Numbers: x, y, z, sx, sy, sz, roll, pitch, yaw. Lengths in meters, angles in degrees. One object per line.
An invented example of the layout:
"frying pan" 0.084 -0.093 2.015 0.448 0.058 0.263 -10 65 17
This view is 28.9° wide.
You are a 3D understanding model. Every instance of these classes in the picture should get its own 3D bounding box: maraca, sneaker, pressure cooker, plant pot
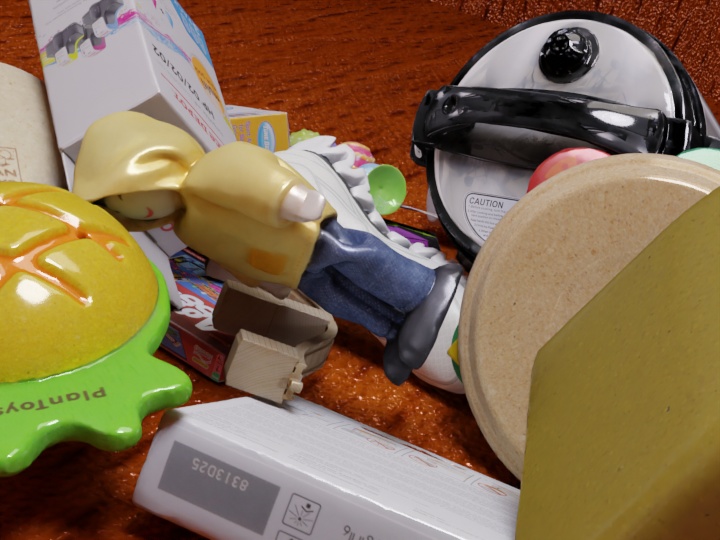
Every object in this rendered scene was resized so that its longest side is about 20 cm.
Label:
"maraca" -0.146 0.027 0.608 0.136 0.108 0.200 -14 30 -17
"sneaker" 0.000 0.000 0.842 0.200 0.075 0.081 46 28 23
"pressure cooker" 0.133 -0.059 0.854 0.200 0.175 0.180 36 27 -57
"plant pot" 0.197 0.064 0.542 0.194 0.201 0.195 31 31 -8

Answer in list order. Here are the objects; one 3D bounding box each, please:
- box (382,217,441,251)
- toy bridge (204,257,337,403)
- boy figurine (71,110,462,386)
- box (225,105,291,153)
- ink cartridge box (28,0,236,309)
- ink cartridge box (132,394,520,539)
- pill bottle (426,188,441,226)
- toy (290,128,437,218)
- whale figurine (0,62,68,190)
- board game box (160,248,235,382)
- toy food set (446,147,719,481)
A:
"box" -0.041 -0.029 0.980 0.198 0.036 0.143 15 10 -3
"toy bridge" -0.047 0.027 0.768 0.067 0.027 0.200 20 13 -15
"boy figurine" -0.048 -0.019 0.689 0.199 0.065 0.124 27 -21 -8
"box" -0.139 -0.086 0.952 0.198 0.042 0.119 -11 13 -24
"ink cartridge box" -0.123 -0.091 0.800 0.115 0.067 0.201 50 16 -51
"ink cartridge box" 0.003 0.108 0.650 0.161 0.051 0.200 21 0 13
"pill bottle" 0.160 -0.056 1.153 0.198 0.114 0.113 14 17 -12
"toy" -0.021 -0.080 1.078 0.114 0.048 0.200 15 5 -27
"whale figurine" -0.214 -0.027 0.769 0.158 0.104 0.201 2 47 -31
"board game box" -0.121 0.009 0.840 0.199 0.020 0.103 28 21 30
"toy food set" 0.146 0.032 0.732 0.198 0.200 0.049 43 9 11
